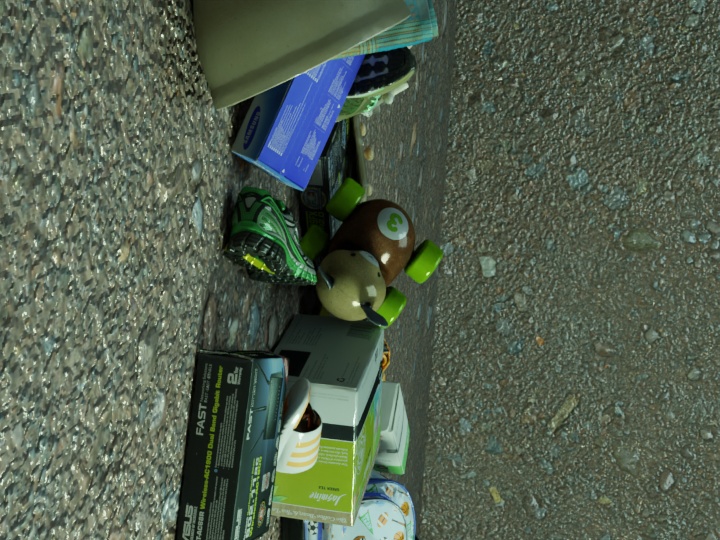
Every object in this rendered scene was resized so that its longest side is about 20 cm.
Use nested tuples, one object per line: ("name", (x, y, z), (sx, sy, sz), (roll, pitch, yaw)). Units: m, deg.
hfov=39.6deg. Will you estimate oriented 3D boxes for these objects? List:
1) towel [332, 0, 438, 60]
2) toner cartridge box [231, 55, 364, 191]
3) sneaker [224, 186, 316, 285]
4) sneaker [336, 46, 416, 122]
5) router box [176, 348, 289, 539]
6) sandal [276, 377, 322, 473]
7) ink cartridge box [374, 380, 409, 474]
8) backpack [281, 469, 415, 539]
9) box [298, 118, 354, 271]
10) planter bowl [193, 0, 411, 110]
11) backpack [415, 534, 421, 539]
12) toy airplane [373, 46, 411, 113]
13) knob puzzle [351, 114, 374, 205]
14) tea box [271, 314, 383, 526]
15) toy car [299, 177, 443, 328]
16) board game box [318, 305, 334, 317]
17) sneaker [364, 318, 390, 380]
("towel", (-0.021, -0.292, 1.020), (0.022, 0.196, 0.150), (-164, -119, -71))
("toner cartridge box", (-0.058, -0.198, 1.076), (0.095, 0.043, 0.203), (28, 85, -55))
("sneaker", (-0.091, -0.034, 1.126), (0.200, 0.076, 0.087), (59, 37, -72))
("sneaker", (-0.004, -0.214, 1.166), (0.088, 0.198, 0.078), (17, 70, -45))
("router box", (-0.131, 0.186, 1.060), (0.150, 0.061, 0.204), (19, 76, -78))
("sandal", (-0.082, 0.216, 1.194), (0.080, 0.058, 0.209), (-81, -167, -58))
("ink cartridge box", (-0.002, 0.243, 1.577), (0.201, 0.143, 0.085), (78, 21, -60))
("backpack", (-0.010, 0.372, 1.435), (0.188, 0.153, 0.204), (-4, 103, -37))
("box", (-0.046, -0.124, 1.423), (0.162, 0.043, 0.202), (-74, 166, -48))
("planter bowl", (-0.069, -0.249, 0.897), (0.137, 0.197, 0.201), (65, 19, -14))
("backpack", (-0.004, 0.421, 1.603), (0.135, 0.180, 0.202), (-52, 136, -39))
("toy airplane", (0.008, -0.320, 1.345), (0.200, 0.138, 0.204), (0, 92, -77))
("knob puzzle", (-0.002, -0.193, 1.515), (0.220, 0.030, 0.224), (173, -90, -86))
("tea box", (-0.049, 0.192, 1.325), (0.200, 0.131, 0.200), (-62, 156, -66))
("toy car", (0.000, 0.000, 1.261), (0.159, 0.163, 0.200), (-51, -175, 17))
("board game box", (-0.027, 0.044, 1.480), (0.153, 0.040, 0.203), (-64, 173, -64))
("sneaker", (0.021, 0.148, 1.855), (0.202, 0.076, 0.079), (-75, 165, -48))
